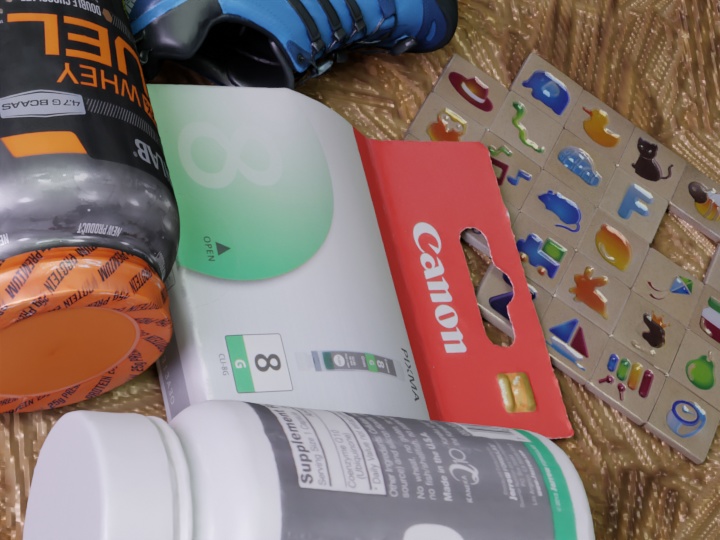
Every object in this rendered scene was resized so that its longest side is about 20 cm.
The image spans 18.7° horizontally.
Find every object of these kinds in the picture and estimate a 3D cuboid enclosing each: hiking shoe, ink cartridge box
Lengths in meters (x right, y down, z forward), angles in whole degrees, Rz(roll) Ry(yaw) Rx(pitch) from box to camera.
[{"bbox_3d":[-0.035,-0.112,1.006,0.200,0.074,0.087,5,66,-37],"label":"hiking shoe"},{"bbox_3d":[0.000,0.000,0.960,0.199,0.050,0.161,-2,64,-28],"label":"ink cartridge box"}]

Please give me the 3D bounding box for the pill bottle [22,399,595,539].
[{"bbox_3d":[-0.020,0.109,0.837,0.199,0.113,0.113,7,56,-25],"label":"pill bottle"}]

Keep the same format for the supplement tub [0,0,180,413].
[{"bbox_3d":[-0.142,-0.053,0.872,0.122,0.123,0.201,-1,60,-30],"label":"supplement tub"}]

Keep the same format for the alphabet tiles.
[{"bbox_3d":[0.109,-0.019,1.071,0.200,0.008,0.167,34,49,-5],"label":"alphabet tiles"}]
